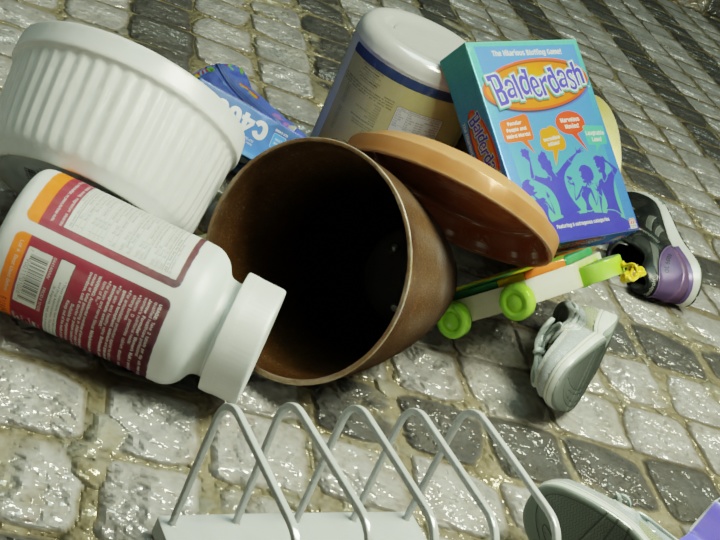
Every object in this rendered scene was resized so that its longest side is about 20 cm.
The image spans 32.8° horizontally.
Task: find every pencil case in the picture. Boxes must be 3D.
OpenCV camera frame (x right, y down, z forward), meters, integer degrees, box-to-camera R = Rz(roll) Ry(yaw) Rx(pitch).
[{"bbox_3d":[-0.109,-0.139,1.244,0.077,0.088,0.200,-15,44,-30],"label":"pencil case"}]

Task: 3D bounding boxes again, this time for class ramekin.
[{"bbox_3d":[-0.201,-0.097,0.978,0.198,0.106,0.200,20,-17,6],"label":"ramekin"}]

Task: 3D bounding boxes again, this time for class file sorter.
[{"bbox_3d":[-0.001,0.163,0.748,0.198,0.126,0.139,6,32,-33],"label":"file sorter"}]

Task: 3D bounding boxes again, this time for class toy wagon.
[{"bbox_3d":[0.165,0.013,1.119,0.154,0.198,0.040,-20,90,-54],"label":"toy wagon"}]

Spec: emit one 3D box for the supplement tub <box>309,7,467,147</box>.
[{"bbox_3d":[0.029,-0.148,1.249,0.143,0.202,0.145,20,28,-11],"label":"supplement tub"}]

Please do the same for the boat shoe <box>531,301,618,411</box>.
[{"bbox_3d":[0.189,0.072,1.127,0.064,0.075,0.202,26,22,14],"label":"boat shoe"}]

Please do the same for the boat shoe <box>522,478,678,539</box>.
[{"bbox_3d":[0.208,0.219,0.894,0.200,0.075,0.065,32,21,4],"label":"boat shoe"}]

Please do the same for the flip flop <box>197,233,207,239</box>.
[{"bbox_3d":[-0.101,-0.028,1.081,0.081,0.058,0.199,37,29,22],"label":"flip flop"}]

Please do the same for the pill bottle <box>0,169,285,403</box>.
[{"bbox_3d":[-0.162,0.015,0.891,0.198,0.111,0.110,25,26,-2],"label":"pill bottle"}]

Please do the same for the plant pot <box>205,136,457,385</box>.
[{"bbox_3d":[0.000,0.000,1.016,0.186,0.188,0.199,38,13,24],"label":"plant pot"}]

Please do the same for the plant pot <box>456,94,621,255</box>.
[{"bbox_3d":[0.160,-0.102,1.291,0.140,0.202,0.201,9,30,-22],"label":"plant pot"}]

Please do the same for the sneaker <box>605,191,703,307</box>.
[{"bbox_3d":[0.330,-0.038,1.465,0.086,0.077,0.201,7,31,-21],"label":"sneaker"}]

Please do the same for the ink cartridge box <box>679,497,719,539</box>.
[{"bbox_3d":[0.374,0.257,1.001,0.198,0.044,0.199,42,32,28],"label":"ink cartridge box"}]

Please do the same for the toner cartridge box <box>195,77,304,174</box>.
[{"bbox_3d":[-0.086,-0.106,1.102,0.198,0.044,0.095,28,-8,-28],"label":"toner cartridge box"}]

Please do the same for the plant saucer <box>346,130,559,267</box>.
[{"bbox_3d":[0.077,-0.063,1.030,0.198,0.033,0.200,26,-10,5],"label":"plant saucer"}]

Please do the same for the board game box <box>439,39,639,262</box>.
[{"bbox_3d":[0.171,-0.118,1.158,0.151,0.045,0.203,-10,78,-36],"label":"board game box"}]
